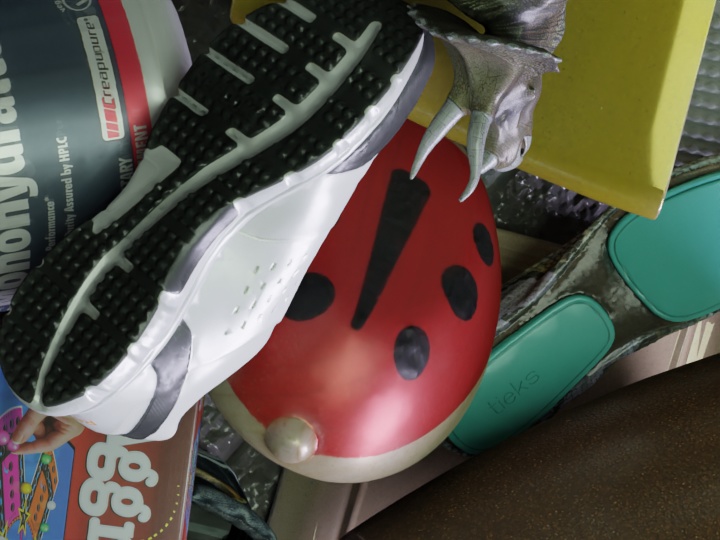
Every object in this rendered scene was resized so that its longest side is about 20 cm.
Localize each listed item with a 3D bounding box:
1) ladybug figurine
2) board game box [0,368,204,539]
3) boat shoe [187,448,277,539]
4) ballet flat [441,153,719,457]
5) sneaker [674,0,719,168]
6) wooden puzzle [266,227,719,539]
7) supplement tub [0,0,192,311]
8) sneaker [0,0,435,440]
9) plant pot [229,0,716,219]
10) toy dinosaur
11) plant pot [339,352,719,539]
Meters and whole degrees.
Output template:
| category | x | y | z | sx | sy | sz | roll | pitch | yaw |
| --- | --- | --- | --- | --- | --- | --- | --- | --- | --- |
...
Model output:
| category | x | y | z | sx | sy | sz | roll | pitch | yaw |
| --- | --- | --- | --- | --- | --- | --- | --- | --- | --- |
| ladybug figurine | 0.000 | 0.000 | 1.015 | 0.136 | 0.200 | 0.072 | 27 | 133 | -11 |
| board game box | -0.124 | 0.126 | 1.005 | 0.103 | 0.019 | 0.200 | 7 | 92 | 3 |
| boat shoe | -0.130 | 0.090 | 1.044 | 0.200 | 0.091 | 0.071 | 14 | 97 | -24 |
| ballet flat | 0.108 | 0.003 | 1.091 | 0.200 | 0.072 | 0.072 | -35 | 113 | 4 |
| sneaker | 0.166 | -0.052 | 1.142 | 0.078 | 0.079 | 0.200 | -24 | 88 | 20 |
| wooden puzzle | 0.067 | 0.076 | 1.153 | 0.200 | 0.037 | 0.185 | 15 | 96 | -19 |
| supplement tub | -0.172 | -0.048 | 0.968 | 0.200 | 0.140 | 0.140 | -11 | 106 | -19 |
| sneaker | -0.046 | -0.020 | 0.925 | 0.200 | 0.074 | 0.080 | -46 | 145 | 1 |
| plant pot | 0.049 | -0.147 | 1.005 | 0.176 | 0.200 | 0.200 | 13 | 98 | -2 |
| toy dinosaur | 0.036 | -0.136 | 0.868 | 0.102 | 0.077 | 0.200 | -27 | 92 | -31 |
| plant pot | 0.095 | 0.136 | 1.048 | 0.200 | 0.187 | 0.187 | -9 | 105 | -19 |
